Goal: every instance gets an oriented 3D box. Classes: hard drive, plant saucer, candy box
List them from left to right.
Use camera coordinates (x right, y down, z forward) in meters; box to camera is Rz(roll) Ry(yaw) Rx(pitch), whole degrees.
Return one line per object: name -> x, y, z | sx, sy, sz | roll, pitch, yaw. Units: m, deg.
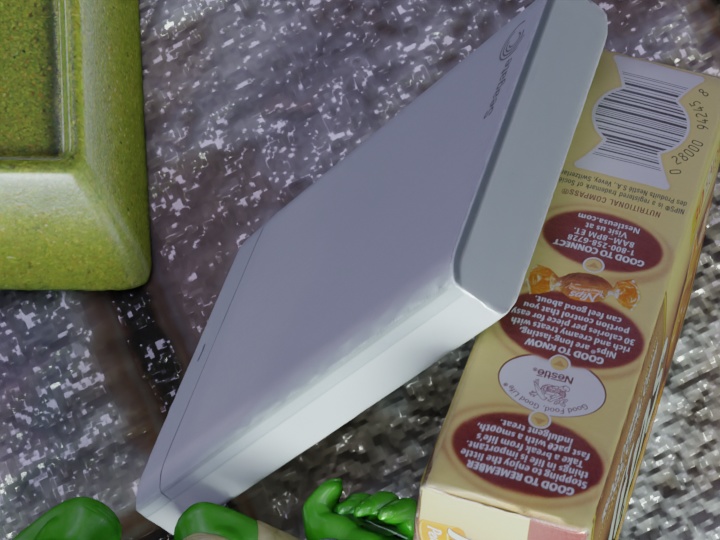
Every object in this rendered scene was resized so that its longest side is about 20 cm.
plant saucer -> -0.179, -0.095, 0.941 | 0.198, 0.048, 0.201 | 0, 70, -14
hard drive -> 0.000, 0.000, 0.825 | 0.027, 0.200, 0.132 | 35, 51, -17
candy box -> 0.068, 0.037, 0.794 | 0.055, 0.116, 0.201 | 15, 48, 11

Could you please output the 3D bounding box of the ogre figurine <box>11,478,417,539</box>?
ogre figurine -> -0.086, 0.124, 0.798 | 0.199, 0.120, 0.099 | 9, 118, 15
